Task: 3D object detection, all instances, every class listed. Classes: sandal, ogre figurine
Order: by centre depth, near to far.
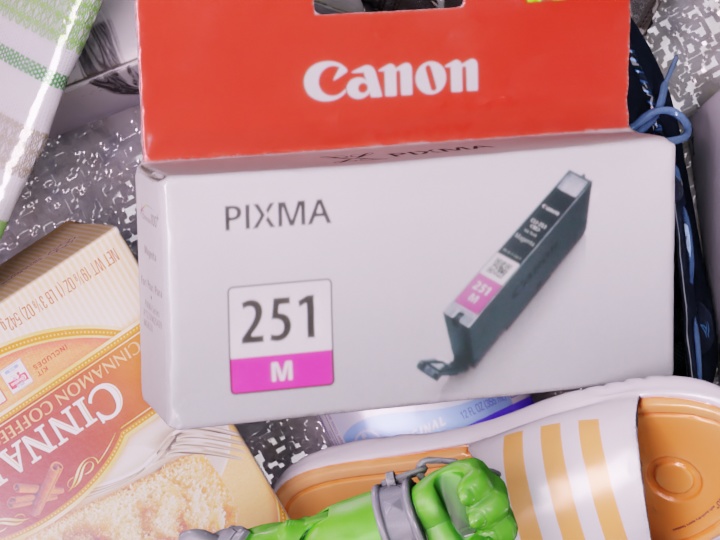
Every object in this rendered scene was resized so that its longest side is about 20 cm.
[{"bbox_3d":[-0.010,0.159,0.996,0.119,0.098,0.201,6,129,4],"label":"ogre figurine"},{"bbox_3d":[0.056,0.097,1.052,0.206,0.059,0.079,-13,120,25],"label":"sandal"}]

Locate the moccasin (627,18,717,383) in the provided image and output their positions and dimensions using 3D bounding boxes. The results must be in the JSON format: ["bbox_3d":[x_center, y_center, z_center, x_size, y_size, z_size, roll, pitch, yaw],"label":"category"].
[{"bbox_3d":[0.105,-0.031,1.112,0.080,0.068,0.201,-23,103,3],"label":"moccasin"}]

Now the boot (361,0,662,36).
[{"bbox_3d":[0.060,-0.166,1.155,0.174,0.069,0.201,24,89,-5],"label":"boot"}]

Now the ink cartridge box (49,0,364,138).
[{"bbox_3d":[-0.116,-0.135,1.098,0.199,0.083,0.147,-19,82,17],"label":"ink cartridge box"}]

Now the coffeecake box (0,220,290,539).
[{"bbox_3d":[-0.113,0.106,1.061,0.153,0.073,0.200,-34,104,-16],"label":"coffeecake box"}]

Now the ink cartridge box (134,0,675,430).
[{"bbox_3d":[0.018,-0.039,1.027,0.199,0.044,0.174,-5,103,-18],"label":"ink cartridge box"}]

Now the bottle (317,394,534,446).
[{"bbox_3d":[0.000,0.000,1.132,0.083,0.065,0.201,-25,87,2],"label":"bottle"}]

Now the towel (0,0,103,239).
[{"bbox_3d":[-0.161,-0.102,1.032,0.149,0.031,0.201,27,98,35],"label":"towel"}]

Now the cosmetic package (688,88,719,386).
[{"bbox_3d":[0.241,-0.024,1.073,0.199,0.199,0.123,-4,85,-2],"label":"cosmetic package"}]
